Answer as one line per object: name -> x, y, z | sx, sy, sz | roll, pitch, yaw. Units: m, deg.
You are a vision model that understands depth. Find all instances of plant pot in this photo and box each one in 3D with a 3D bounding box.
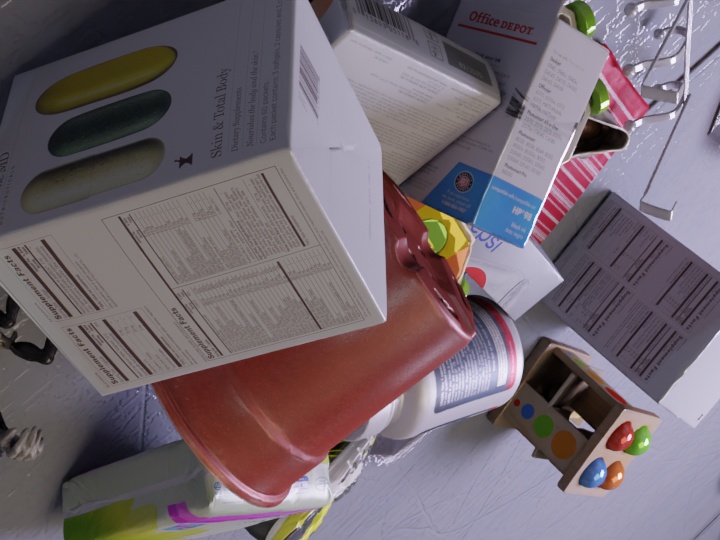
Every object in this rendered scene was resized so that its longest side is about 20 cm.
plant pot -> -0.032, 0.036, 0.863 | 0.194, 0.203, 0.201 | -32, 147, 12

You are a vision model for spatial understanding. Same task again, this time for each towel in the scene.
towel -> 0.208, -0.121, 1.197 | 0.201, 0.022, 0.144 | -52, 145, 6

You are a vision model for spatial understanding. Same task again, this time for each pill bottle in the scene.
pill bottle -> 0.055, 0.098, 1.158 | 0.198, 0.119, 0.121 | -12, 132, -40

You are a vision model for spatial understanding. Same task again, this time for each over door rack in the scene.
over door rack -> 0.278, -0.172, 1.117 | 0.149, 0.065, 0.202 | 77, 24, -44

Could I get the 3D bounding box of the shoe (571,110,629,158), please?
shoe -> 0.169, -0.140, 1.087 | 0.197, 0.053, 0.071 | 4, 118, -35

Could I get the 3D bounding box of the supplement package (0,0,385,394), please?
supplement package -> -0.102, -0.047, 0.723 | 0.197, 0.153, 0.151 | -15, 136, 15

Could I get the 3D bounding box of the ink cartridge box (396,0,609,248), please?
ink cartridge box -> 0.110, -0.133, 0.896 | 0.066, 0.115, 0.203 | 20, 96, -38

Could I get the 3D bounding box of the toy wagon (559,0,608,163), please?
toy wagon -> 0.131, -0.177, 0.997 | 0.154, 0.039, 0.203 | -26, 116, -21

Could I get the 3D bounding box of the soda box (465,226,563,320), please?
soda box -> 0.119, -0.032, 1.123 | 0.068, 0.064, 0.200 | -38, 140, 9

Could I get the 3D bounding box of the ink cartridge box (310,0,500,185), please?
ink cartridge box -> -0.020, -0.106, 0.855 | 0.161, 0.051, 0.199 | 16, 141, -43

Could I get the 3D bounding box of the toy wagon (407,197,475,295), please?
toy wagon -> 0.000, 0.000, 1.019 | 0.198, 0.040, 0.156 | -32, 121, 6

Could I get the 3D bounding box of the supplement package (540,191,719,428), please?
supplement package -> 0.333, 0.046, 1.336 | 0.151, 0.200, 0.151 | -51, 146, 6

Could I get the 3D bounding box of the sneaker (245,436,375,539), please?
sneaker -> -0.052, 0.196, 1.183 | 0.200, 0.084, 0.075 | -44, 160, -46

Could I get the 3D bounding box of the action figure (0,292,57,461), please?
action figure -> -0.263, 0.068, 0.801 | 0.200, 0.102, 0.119 | -43, 130, -6

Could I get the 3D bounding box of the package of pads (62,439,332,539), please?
package of pads -> -0.137, 0.186, 1.002 | 0.198, 0.069, 0.153 | -22, 161, 38

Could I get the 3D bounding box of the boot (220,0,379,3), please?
boot -> 0.005, -0.197, 0.852 | 0.201, 0.077, 0.167 | -49, 142, 14

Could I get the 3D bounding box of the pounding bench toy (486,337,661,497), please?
pounding bench toy -> 0.288, 0.194, 1.471 | 0.199, 0.156, 0.125 | 19, 109, -53
